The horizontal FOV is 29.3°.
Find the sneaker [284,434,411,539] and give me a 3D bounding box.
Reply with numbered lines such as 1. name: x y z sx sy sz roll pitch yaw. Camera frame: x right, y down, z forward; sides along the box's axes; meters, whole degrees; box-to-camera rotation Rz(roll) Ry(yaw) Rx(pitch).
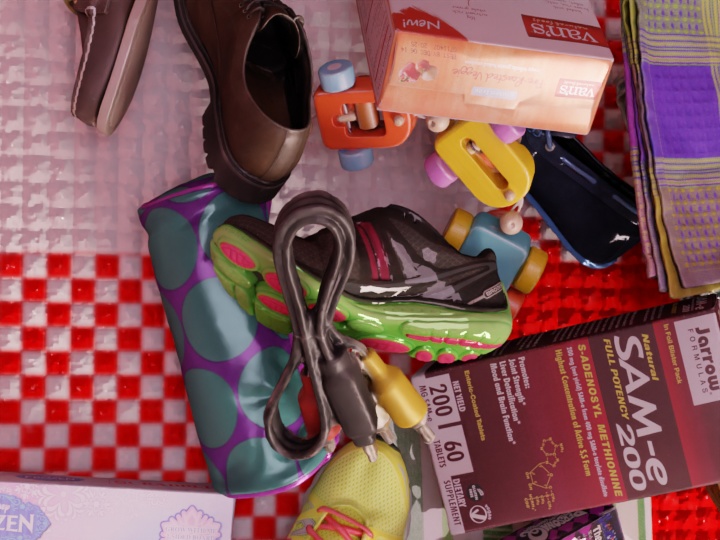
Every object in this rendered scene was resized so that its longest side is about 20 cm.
1. sneaker: -0.026 0.200 0.884 0.077 0.090 0.202 24 84 11

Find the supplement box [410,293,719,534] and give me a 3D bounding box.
1. supplement box: 0.142 0.092 0.878 0.197 0.061 0.110 -15 93 16

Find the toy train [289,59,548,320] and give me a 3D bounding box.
1. toy train: 0.046 -0.055 0.896 0.148 0.056 0.202 -5 122 22

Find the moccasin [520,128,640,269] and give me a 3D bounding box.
1. moccasin: 0.125 -0.095 0.926 0.068 0.081 0.200 -35 112 26

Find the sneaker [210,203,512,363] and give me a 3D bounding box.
1. sneaker: 0.000 0.000 0.842 0.197 0.077 0.085 15 62 -23

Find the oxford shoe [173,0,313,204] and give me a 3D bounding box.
1. oxford shoe: -0.064 -0.149 0.860 0.072 0.084 0.202 2 60 -35

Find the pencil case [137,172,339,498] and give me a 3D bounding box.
1. pencil case: -0.076 0.038 0.883 0.091 0.085 0.203 -16 94 4

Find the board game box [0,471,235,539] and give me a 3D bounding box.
1. board game box: -0.186 0.234 0.883 0.197 0.041 0.203 4 89 -12

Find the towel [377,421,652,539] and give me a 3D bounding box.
1. towel: 0.108 0.166 0.955 0.197 0.023 0.155 -2 90 -10

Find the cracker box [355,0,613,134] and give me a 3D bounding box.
1. cracker box: 0.068 -0.171 0.860 0.132 0.201 0.058 5 131 -12

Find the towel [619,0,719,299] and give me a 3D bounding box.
1. towel: 0.231 -0.085 0.884 0.142 0.023 0.203 -2 84 -31

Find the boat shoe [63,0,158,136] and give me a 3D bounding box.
1. boat shoe: -0.155 -0.187 0.874 0.059 0.072 0.203 15 84 -5

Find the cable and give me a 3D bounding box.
1. cable: -0.024 0.038 0.795 0.096 0.051 0.202 -10 123 13

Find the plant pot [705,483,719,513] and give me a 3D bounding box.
1. plant pot: 0.320 0.088 0.931 0.198 0.186 0.189 -23 95 3

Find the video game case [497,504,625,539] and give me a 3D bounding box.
1. video game case: 0.112 0.273 0.920 0.179 0.036 0.202 -24 112 -12

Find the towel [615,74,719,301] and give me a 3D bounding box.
1. towel: 0.272 -0.079 0.946 0.198 0.048 0.174 -22 97 -32
